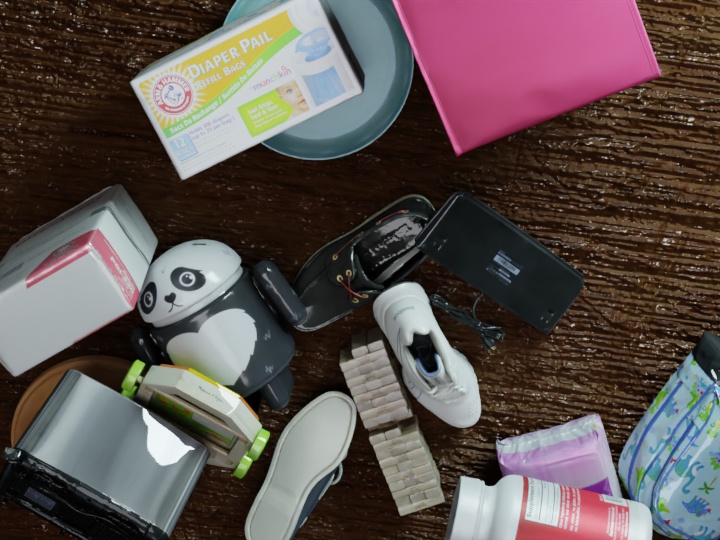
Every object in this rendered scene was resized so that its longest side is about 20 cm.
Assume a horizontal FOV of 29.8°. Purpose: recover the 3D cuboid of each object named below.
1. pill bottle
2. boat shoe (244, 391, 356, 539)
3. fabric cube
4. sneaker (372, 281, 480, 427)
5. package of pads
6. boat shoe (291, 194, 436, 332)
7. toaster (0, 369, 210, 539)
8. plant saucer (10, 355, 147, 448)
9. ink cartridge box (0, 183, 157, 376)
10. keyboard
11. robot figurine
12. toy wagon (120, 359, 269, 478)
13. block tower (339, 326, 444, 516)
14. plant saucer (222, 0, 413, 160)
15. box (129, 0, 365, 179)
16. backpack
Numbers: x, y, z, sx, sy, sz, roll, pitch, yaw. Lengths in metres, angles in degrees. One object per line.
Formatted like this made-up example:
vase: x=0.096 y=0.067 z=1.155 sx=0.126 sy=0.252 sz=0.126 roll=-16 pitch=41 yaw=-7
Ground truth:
pill bottle: x=0.192 y=0.277 z=1.406 sx=0.200 sy=0.112 sz=0.112 roll=12 pitch=107 yaw=2
boat shoe: x=-0.060 y=0.220 z=1.492 sx=0.075 sy=0.062 sz=0.200 roll=25 pitch=97 yaw=10
fabric cube: x=0.144 y=-0.250 z=1.280 sx=0.199 sy=0.200 sz=0.196 roll=-23 pitch=106 yaw=9
sneaker: x=0.075 y=0.106 z=1.431 sx=0.074 sy=0.087 sz=0.200 roll=-31 pitch=125 yaw=6
package of pads: x=0.233 y=0.267 z=1.498 sx=0.120 sy=0.076 sz=0.200 roll=-15 pitch=105 yaw=10
boat shoe: x=-0.002 y=-0.002 z=1.428 sx=0.201 sy=0.063 sz=0.074 roll=-38 pitch=106 yaw=13
toaster: x=-0.268 y=0.207 z=1.388 sx=0.181 sy=0.200 sz=0.119 roll=31 pitch=63 yaw=-7
plant saucer: x=-0.291 y=0.193 z=1.502 sx=0.200 sy=0.037 sz=0.200 roll=0 pitch=107 yaw=1
ink cartridge box: x=-0.293 y=0.004 z=1.359 sx=0.146 sy=0.200 sz=0.085 roll=-29 pitch=110 yaw=9
keyboard: x=0.135 y=0.010 z=1.420 sx=0.200 sy=0.021 sz=0.127 roll=33 pitch=99 yaw=-28
robot figurine: x=-0.147 y=0.064 z=1.414 sx=0.150 sy=0.125 sz=0.200 roll=-38 pitch=106 yaw=-25
toy wagon: x=-0.179 y=0.160 z=1.405 sx=0.155 sy=0.200 sz=0.040 roll=30 pitch=61 yaw=-3
block tower: x=0.033 y=0.165 z=1.481 sx=0.054 sy=0.058 sz=0.200 roll=-19 pitch=104 yaw=6
plant saucer: x=-0.046 y=-0.213 z=1.381 sx=0.200 sy=0.027 sz=0.200 roll=0 pitch=106 yaw=0
box: x=-0.108 y=-0.187 z=1.323 sx=0.200 sy=0.101 sz=0.113 roll=-26 pitch=105 yaw=8
backpack: x=0.368 y=0.193 z=1.450 sx=0.163 sy=0.154 sz=0.200 roll=31 pitch=119 yaw=-28
